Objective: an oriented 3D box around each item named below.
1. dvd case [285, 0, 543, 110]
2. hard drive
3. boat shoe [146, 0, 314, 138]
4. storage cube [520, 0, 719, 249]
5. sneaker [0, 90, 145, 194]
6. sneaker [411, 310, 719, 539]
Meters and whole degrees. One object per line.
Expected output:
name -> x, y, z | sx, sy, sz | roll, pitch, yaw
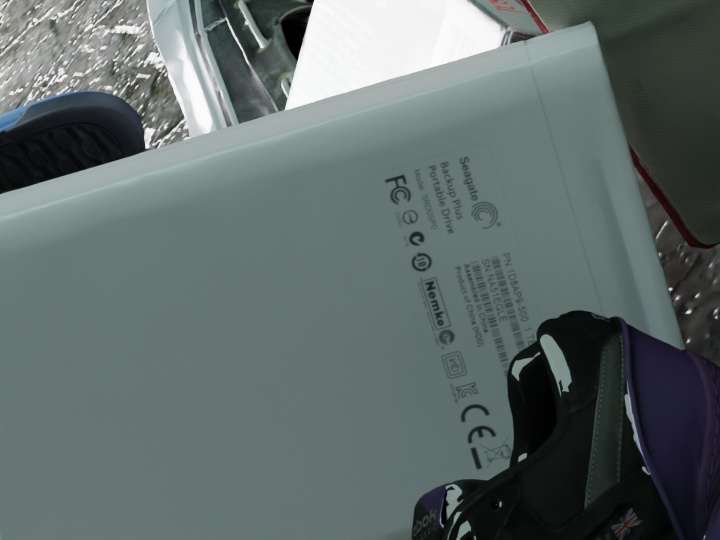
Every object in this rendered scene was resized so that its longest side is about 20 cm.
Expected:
dvd case -> 0.000, 0.000, 0.833 | 0.146, 0.022, 0.201 | -134, 54, -61
hard drive -> -0.014, 0.021, 0.742 | 0.199, 0.133, 0.027 | -16, 23, 6
boat shoe -> -0.029, -0.071, 1.019 | 0.071, 0.072, 0.201 | -31, 43, 11
storage cube -> 0.125, -0.147, 0.762 | 0.170, 0.200, 0.180 | -23, 38, 20
sneaker -> -0.174, -0.024, 1.143 | 0.200, 0.066, 0.079 | -36, 28, 20
sneaker -> 0.041, 0.101, 0.675 | 0.076, 0.087, 0.201 | -49, 13, 56
